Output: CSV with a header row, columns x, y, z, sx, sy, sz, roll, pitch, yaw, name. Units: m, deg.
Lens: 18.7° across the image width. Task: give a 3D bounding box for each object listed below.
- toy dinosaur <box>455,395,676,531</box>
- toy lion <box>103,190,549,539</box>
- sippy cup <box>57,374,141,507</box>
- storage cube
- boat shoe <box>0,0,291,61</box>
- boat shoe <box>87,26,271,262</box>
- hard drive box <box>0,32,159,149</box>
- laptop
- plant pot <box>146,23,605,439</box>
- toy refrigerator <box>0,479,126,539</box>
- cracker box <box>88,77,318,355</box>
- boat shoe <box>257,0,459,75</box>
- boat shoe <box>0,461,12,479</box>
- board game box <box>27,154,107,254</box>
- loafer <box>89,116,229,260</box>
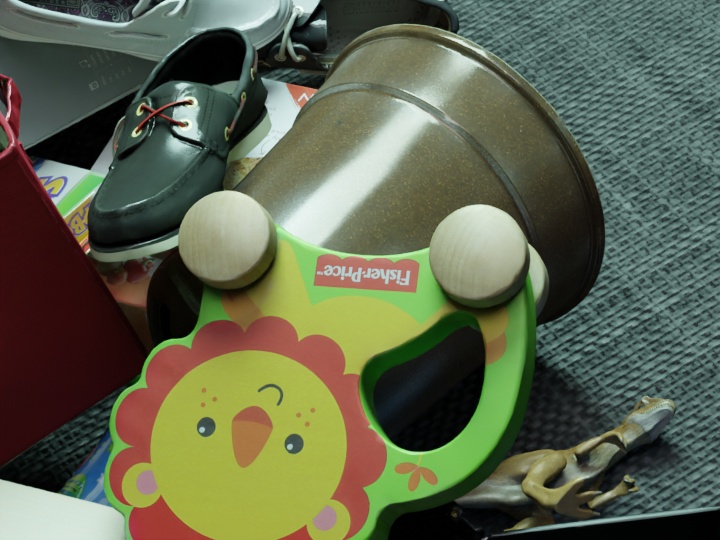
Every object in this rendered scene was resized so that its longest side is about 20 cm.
x,y,z,sx,sy,sz,roll,pitch,yaw,name
0.086,0.122,1.211,0.198,0.061,0.106,-12,24,-8,toy dinosaur
-0.020,0.066,1.030,0.198,0.069,0.193,3,75,16,toy lion
-0.112,0.145,1.169,0.130,0.140,0.178,-42,42,-12,sippy cup
-0.241,-0.005,1.136,0.199,0.180,0.171,-33,47,-7,storage cube
-0.132,-0.168,1.314,0.198,0.068,0.073,7,86,-19,boat shoe
-0.099,-0.067,1.144,0.073,0.064,0.202,-4,27,18,boat shoe
-0.233,-0.122,1.399,0.199,0.077,0.156,-31,17,-18,hard drive box
0.082,0.139,1.105,0.103,0.178,0.200,-35,53,-21,laptop
0.000,0.000,1.202,0.199,0.201,0.198,25,48,27,plant pot
-0.146,0.161,1.064,0.198,0.070,0.076,13,38,3,toy refrigerator
-0.103,-0.037,1.364,0.133,0.058,0.201,13,52,20,cracker box
-0.031,-0.161,1.426,0.198,0.074,0.060,-3,28,-24,boat shoe
-0.233,0.080,1.224,0.090,0.071,0.201,31,82,3,boat shoe
-0.216,-0.029,1.337,0.095,0.030,0.199,-43,32,-20,board game box
-0.109,-0.075,1.280,0.069,0.070,0.200,24,26,-5,loafer
